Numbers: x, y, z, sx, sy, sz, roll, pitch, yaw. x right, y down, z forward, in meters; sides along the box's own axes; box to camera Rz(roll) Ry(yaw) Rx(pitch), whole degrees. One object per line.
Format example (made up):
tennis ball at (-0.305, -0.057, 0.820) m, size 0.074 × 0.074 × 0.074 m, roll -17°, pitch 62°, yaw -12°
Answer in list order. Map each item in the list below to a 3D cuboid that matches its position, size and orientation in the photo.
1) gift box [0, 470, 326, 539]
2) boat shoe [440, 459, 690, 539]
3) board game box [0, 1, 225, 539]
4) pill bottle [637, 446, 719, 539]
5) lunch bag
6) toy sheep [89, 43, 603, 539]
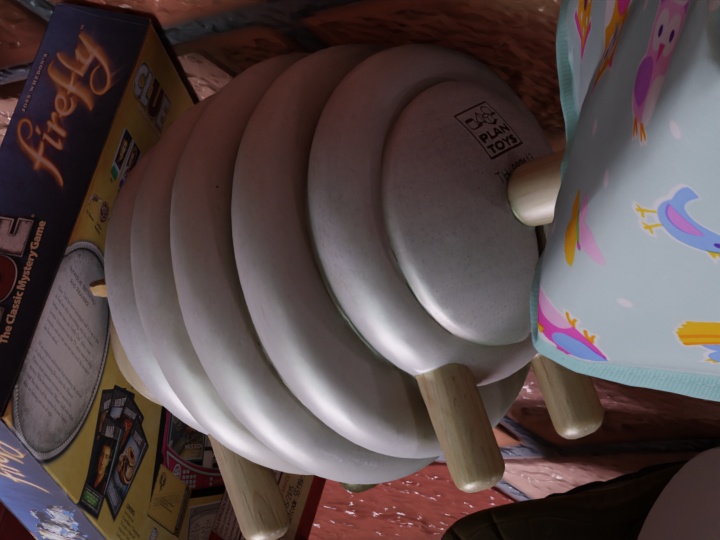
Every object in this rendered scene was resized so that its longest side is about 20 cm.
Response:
gift box at (-0.134, 0.106, 1.053) m, size 0.186 × 0.185 × 0.200 m, roll -3°, pitch 145°, yaw 40°
boat shoe at (0.128, 0.103, 0.997) m, size 0.200 × 0.072 × 0.066 m, roll -10°, pitch -175°, yaw 26°
board game box at (-0.079, 0.021, 0.859) m, size 0.034 × 0.136 × 0.200 m, roll 12°, pitch 158°, yaw 17°
pill bottle at (0.192, 0.131, 0.883) m, size 0.199 × 0.105 × 0.104 m, roll 25°, pitch 159°, yaw -18°
lunch bag at (0.151, -0.031, 0.555) m, size 0.198 × 0.123 × 0.170 m, roll 12°, pitch 158°, yaw -7°
toy sheep at (0.000, 0.000, 0.748) m, size 0.199 × 0.139 × 0.138 m, roll -19°, pitch 140°, yaw 39°
